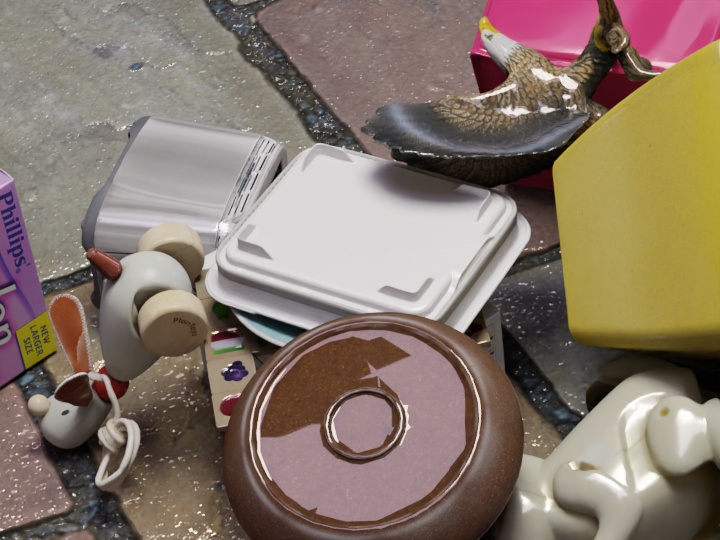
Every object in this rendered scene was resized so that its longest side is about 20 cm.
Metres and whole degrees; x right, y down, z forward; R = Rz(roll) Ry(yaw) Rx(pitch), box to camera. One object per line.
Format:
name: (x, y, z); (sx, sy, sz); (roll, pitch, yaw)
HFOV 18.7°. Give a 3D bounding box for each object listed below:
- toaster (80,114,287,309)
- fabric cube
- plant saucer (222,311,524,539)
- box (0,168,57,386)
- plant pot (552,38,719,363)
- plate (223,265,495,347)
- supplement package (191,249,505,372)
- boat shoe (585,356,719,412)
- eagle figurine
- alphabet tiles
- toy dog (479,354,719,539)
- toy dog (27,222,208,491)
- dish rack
toaster: (-0.135, -0.045, 1.762); (0.129, 0.114, 0.200); (8, 41, 12)
fabric cube: (0.216, -0.191, 1.767); (0.195, 0.200, 0.200); (10, 63, 18)
plant saucer: (0.005, 0.105, 1.405); (0.199, 0.035, 0.201); (-5, 56, 8)
box: (-0.350, 0.028, 1.657); (0.097, 0.176, 0.200); (30, 52, 36)
plant pot: (0.247, -0.025, 1.514); (0.176, 0.200, 0.201); (-18, 71, 41)
plate: (0.000, 0.000, 1.572); (0.199, 0.026, 0.201); (-5, 42, 5)
supplement package: (-0.010, 0.053, 1.626); (0.155, 0.111, 0.200); (-28, 46, -21)
boat shoe: (0.261, 0.102, 1.560); (0.200, 0.072, 0.066); (15, 50, 30)
eagle figurine: (0.113, -0.119, 1.597); (0.200, 0.152, 0.151); (-38, 37, 3)
alphabet tiles: (-0.013, 0.037, 1.556); (0.199, 0.008, 0.167); (-10, 41, -3)
toy dog: (0.154, 0.148, 1.465); (0.199, 0.140, 0.194); (-22, 60, -1)
toy dog: (-0.190, 0.049, 1.584); (0.096, 0.200, 0.132); (25, 12, -28)
dish rack: (0.004, -0.024, 1.548); (0.199, 0.044, 0.172); (17, 46, 24)
